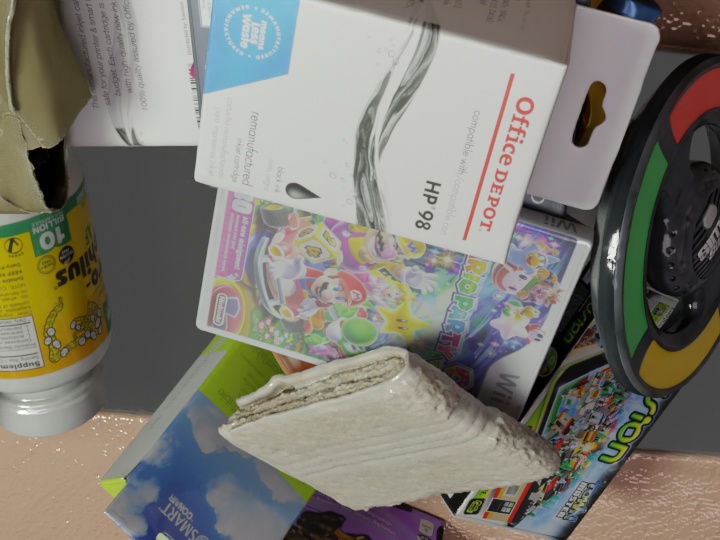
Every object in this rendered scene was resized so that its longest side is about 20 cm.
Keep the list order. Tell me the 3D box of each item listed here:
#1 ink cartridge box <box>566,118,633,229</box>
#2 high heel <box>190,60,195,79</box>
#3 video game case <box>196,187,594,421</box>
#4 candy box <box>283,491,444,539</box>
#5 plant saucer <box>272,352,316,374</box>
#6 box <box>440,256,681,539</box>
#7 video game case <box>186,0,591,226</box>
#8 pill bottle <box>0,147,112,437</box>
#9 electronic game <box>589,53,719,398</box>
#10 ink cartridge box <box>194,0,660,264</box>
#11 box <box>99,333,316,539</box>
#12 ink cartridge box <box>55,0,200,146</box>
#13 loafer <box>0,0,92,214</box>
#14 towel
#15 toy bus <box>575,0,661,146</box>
[{"bbox_3d":[0.102,-0.011,0.767,0.039,0.100,0.200,29,122,-9],"label":"ink cartridge box"},{"bbox_3d":[0.002,-0.079,0.677,0.096,0.067,0.200,-41,115,12],"label":"high heel"},{"bbox_3d":[0.012,0.006,0.671,0.200,0.018,0.143,17,129,2],"label":"video game case"},{"bbox_3d":[-0.035,0.250,0.900,0.167,0.200,0.072,22,124,-3],"label":"candy box"},{"bbox_3d":[0.000,0.000,0.778,0.200,0.032,0.201,10,104,45],"label":"plant saucer"},{"bbox_3d":[0.148,0.089,0.804,0.110,0.035,0.200,19,112,-33],"label":"box"},{"bbox_3d":[0.012,-0.094,0.617,0.200,0.019,0.143,7,129,9],"label":"video game case"},{"bbox_3d":[-0.238,0.015,0.849,0.113,0.113,0.200,3,122,10],"label":"pill bottle"},{"bbox_3d":[0.189,-0.024,0.692,0.042,0.200,0.200,15,129,37],"label":"electronic game"},{"bbox_3d":[0.029,-0.079,0.568,0.200,0.067,0.116,15,129,3],"label":"ink cartridge box"},{"bbox_3d":[-0.087,0.129,0.838,0.122,0.200,0.048,49,146,-18],"label":"box"},{"bbox_3d":[-0.124,-0.157,0.733,0.200,0.083,0.147,1,121,11],"label":"ink cartridge box"},{"bbox_3d":[-0.188,-0.112,0.685,0.067,0.076,0.200,18,133,-1],"label":"loafer"},{"bbox_3d":[0.012,0.101,0.735,0.132,0.035,0.200,33,148,-28],"label":"towel"},{"bbox_3d":[0.114,-0.174,0.659,0.192,0.136,0.200,-33,113,11],"label":"toy bus"}]
